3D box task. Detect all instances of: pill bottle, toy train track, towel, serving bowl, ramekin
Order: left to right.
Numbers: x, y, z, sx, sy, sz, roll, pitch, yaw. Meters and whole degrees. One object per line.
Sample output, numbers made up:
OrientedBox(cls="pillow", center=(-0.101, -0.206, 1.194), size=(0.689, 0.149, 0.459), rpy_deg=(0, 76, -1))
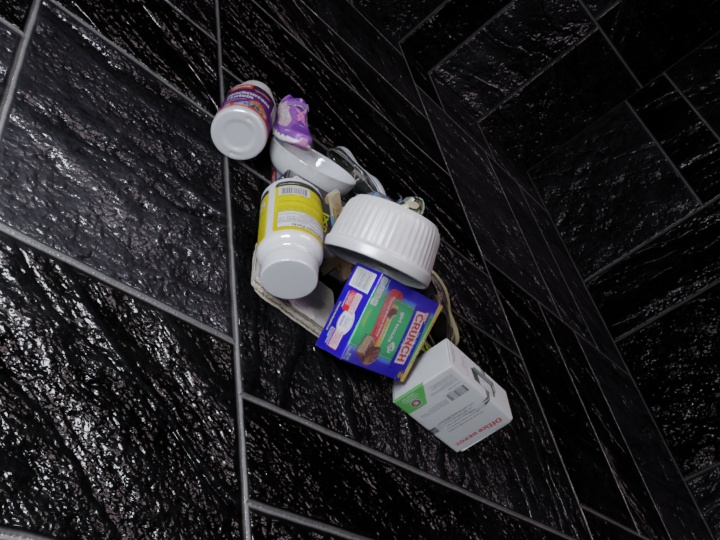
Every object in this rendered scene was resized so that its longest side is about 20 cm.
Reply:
OrientedBox(cls="pill bottle", center=(-0.233, -0.317, 1.493), size=(0.111, 0.111, 0.200), rpy_deg=(43, 26, -23))
OrientedBox(cls="pill bottle", center=(-0.120, -0.056, 1.255), size=(0.114, 0.114, 0.200), rpy_deg=(37, 34, -33))
OrientedBox(cls="towel", center=(-0.117, 0.035, 1.324), size=(0.200, 0.034, 0.133), rpy_deg=(39, 28, -31))
OrientedBox(cls="serving bowl", center=(-0.111, -0.209, 1.547), size=(0.200, 0.066, 0.200), rpy_deg=(30, 15, -9))
OrientedBox(cls="toy train track", center=(-0.045, -0.066, 1.350), size=(0.033, 0.115, 0.200), rpy_deg=(30, -36, 34))
OrientedBox(cls="ramekin", center=(0.044, -0.053, 1.279), size=(0.200, 0.105, 0.200), rpy_deg=(23, -6, 2))

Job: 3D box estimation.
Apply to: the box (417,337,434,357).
OrientedBox(cls="box", center=(0.113, 0.164, 1.553), size=(0.200, 0.048, 0.193), rpy_deg=(38, 24, -31))

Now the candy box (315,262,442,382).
OrientedBox(cls="candy box", center=(0.038, 0.100, 1.337), size=(0.077, 0.169, 0.200), rpy_deg=(26, -1, 42))

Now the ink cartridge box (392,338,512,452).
OrientedBox(cls="ink cartridge box", center=(0.181, 0.251, 1.440), size=(0.200, 0.146, 0.084), rpy_deg=(42, 25, -26))

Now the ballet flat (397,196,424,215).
OrientedBox(cls="ballet flat", center=(0.073, -0.116, 1.577), size=(0.074, 0.074, 0.200), rpy_deg=(54, 43, 2))

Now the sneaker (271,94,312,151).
OrientedBox(cls="sneaker", center=(-0.142, -0.321, 1.553), size=(0.080, 0.089, 0.200), rpy_deg=(24, 18, -29))

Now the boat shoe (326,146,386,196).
OrientedBox(cls="boat shoe", center=(-0.019, -0.230, 1.841), size=(0.200, 0.072, 0.071), rpy_deg=(49, 31, 14))

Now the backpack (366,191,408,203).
OrientedBox(cls="backpack", center=(0.064, -0.109, 1.730), size=(0.200, 0.135, 0.183), rpy_deg=(49, 24, -7))

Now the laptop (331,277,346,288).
OrientedBox(cls="laptop", center=(0.000, 0.000, 1.561), size=(0.187, 0.116, 0.200), rpy_deg=(39, -5, 4))

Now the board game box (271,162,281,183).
OrientedBox(cls="board game box", center=(-0.149, -0.171, 1.564), size=(0.103, 0.019, 0.200), rpy_deg=(35, 29, -32))

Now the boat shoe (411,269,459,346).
OrientedBox(cls="boat shoe", center=(0.159, 0.085, 1.573), size=(0.200, 0.073, 0.065), rpy_deg=(65, 24, -5))

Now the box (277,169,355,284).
OrientedBox(cls="box", center=(-0.086, -0.086, 1.445), size=(0.200, 0.044, 0.160), rpy_deg=(30, 50, -27))
